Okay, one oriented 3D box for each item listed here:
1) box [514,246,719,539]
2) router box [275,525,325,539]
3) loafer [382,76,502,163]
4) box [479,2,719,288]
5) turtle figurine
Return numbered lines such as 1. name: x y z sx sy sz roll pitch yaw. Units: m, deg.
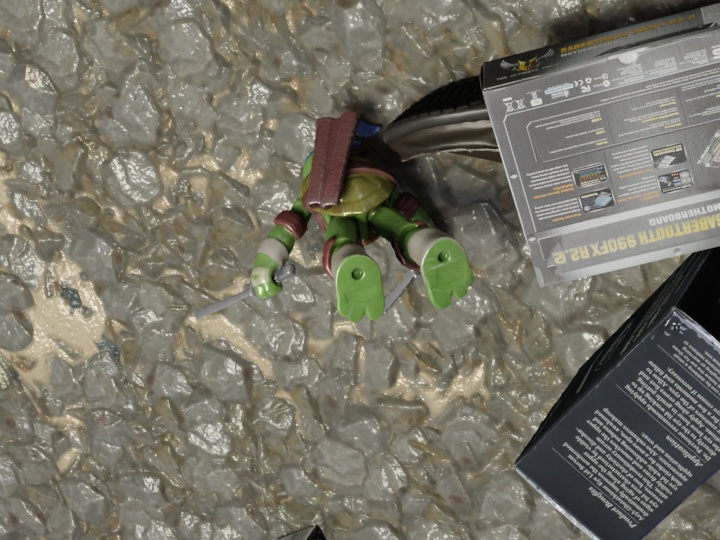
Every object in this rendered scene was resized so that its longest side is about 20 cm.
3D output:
1. box: 0.223 0.082 1.532 0.104 0.148 0.200 40 129 1
2. router box: -0.057 0.328 1.789 0.051 0.200 0.149 -23 105 34
3. loafer: 0.107 -0.098 1.536 0.200 0.073 0.071 -8 111 31
4. box: 0.196 -0.086 1.462 0.200 0.048 0.159 -14 118 11
5. turtle figurine: 0.000 0.000 1.593 0.144 0.194 0.200 23 101 -25
